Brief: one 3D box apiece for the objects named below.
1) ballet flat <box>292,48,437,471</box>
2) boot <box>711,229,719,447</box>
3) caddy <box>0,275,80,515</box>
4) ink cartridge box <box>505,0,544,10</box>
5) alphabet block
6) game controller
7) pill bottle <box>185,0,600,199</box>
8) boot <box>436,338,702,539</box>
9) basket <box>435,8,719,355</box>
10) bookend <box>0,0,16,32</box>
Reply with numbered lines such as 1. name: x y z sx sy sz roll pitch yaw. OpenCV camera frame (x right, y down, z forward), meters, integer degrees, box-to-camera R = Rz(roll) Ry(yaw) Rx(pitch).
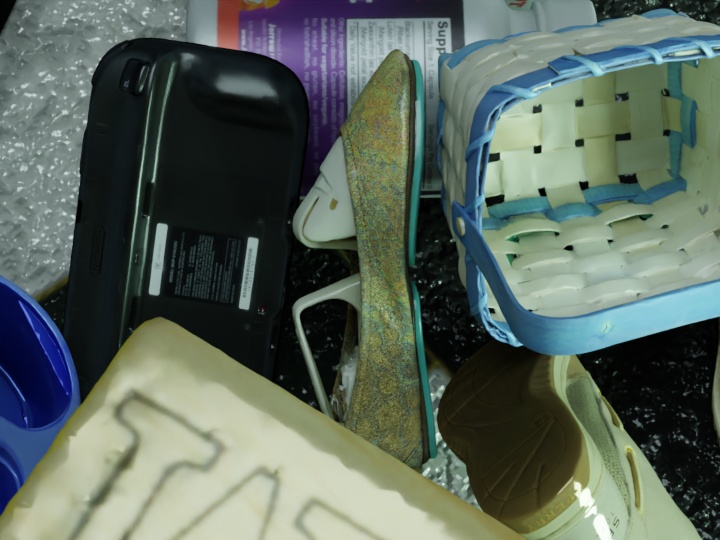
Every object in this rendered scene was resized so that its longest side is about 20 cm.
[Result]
1. ballet flat: 0.000 0.000 1.034 0.070 0.071 0.201 -3 104 -2
2. boot: 0.206 0.022 1.052 0.074 0.107 0.201 -3 64 -4
3. caddy: -0.225 0.053 1.008 0.199 0.105 0.142 27 64 -6
4. ink cartridge box: 0.022 -0.191 1.109 0.199 0.145 0.085 1 79 -14
5. alphabet block: -0.051 0.174 0.919 0.199 0.196 0.197 30 68 13
6. game controller: -0.085 -0.006 1.049 0.104 0.042 0.201 7 101 -5
7. pill bottle: 0.016 -0.091 1.105 0.198 0.112 0.112 -1 62 -1
8. boot: 0.113 0.111 1.016 0.073 0.200 0.156 -39 108 8
9. basket: 0.125 -0.032 0.977 0.175 0.140 0.200 -10 25 -12
10. bookend: -0.272 -0.200 1.171 0.199 0.092 0.200 17 64 9
